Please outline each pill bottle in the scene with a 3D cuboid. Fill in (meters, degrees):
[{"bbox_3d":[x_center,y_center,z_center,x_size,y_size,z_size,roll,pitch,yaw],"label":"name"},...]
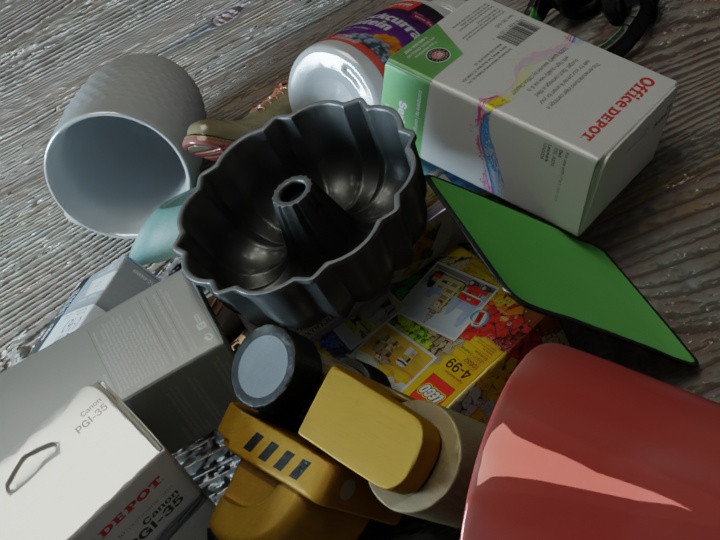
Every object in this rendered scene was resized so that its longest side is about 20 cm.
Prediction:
[{"bbox_3d":[0.035,-0.188,1.166,0.111,0.112,0.200,10,32,37],"label":"pill bottle"}]

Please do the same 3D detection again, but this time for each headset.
[{"bbox_3d":[0.226,-0.279,1.186,0.123,0.094,0.200,22,75,41],"label":"headset"}]

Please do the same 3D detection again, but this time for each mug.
[{"bbox_3d":[-0.246,-0.126,1.296,0.200,0.147,0.176,-45,22,31],"label":"mug"}]

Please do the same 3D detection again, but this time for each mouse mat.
[{"bbox_3d":[0.147,0.000,0.911,0.008,0.200,0.161,-55,37,21],"label":"mouse mat"}]

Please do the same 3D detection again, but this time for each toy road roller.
[{"bbox_3d":[-0.010,0.137,0.822,0.200,0.123,0.146,24,88,40],"label":"toy road roller"}]

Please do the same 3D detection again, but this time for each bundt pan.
[{"bbox_3d":[-0.037,-0.035,0.946,0.201,0.076,0.202,-16,44,16],"label":"bundt pan"}]

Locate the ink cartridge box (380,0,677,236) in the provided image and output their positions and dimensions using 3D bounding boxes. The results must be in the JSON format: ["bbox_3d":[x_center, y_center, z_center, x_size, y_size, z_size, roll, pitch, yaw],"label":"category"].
[{"bbox_3d":[0.138,-0.133,1.035,0.200,0.084,0.145,29,47,22],"label":"ink cartridge box"}]

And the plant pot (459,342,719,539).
[{"bbox_3d":[0.176,0.154,0.748,0.177,0.201,0.201,10,56,26],"label":"plant pot"}]

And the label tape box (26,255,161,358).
[{"bbox_3d":[-0.256,0.093,1.090,0.200,0.066,0.143,-58,19,-25],"label":"label tape box"}]

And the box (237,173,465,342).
[{"bbox_3d":[0.000,0.000,0.978,0.200,0.039,0.041,-34,40,-3],"label":"box"}]

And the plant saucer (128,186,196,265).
[{"bbox_3d":[-0.129,-0.061,1.156,0.201,0.039,0.201,-20,13,5],"label":"plant saucer"}]

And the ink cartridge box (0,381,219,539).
[{"bbox_3d":[-0.182,0.191,0.890,0.146,0.200,0.083,-43,59,-13],"label":"ink cartridge box"}]

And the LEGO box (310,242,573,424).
[{"bbox_3d":[0.046,0.057,0.985,0.149,0.077,0.200,-42,43,-12],"label":"LEGO box"}]

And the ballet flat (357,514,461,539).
[{"bbox_3d":[0.034,0.193,0.891,0.200,0.057,0.067,-25,56,-3],"label":"ballet flat"}]

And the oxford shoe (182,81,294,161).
[{"bbox_3d":[-0.084,-0.138,1.165,0.070,0.200,0.075,1,94,42],"label":"oxford shoe"}]

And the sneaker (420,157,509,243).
[{"bbox_3d":[0.098,-0.091,1.108,0.130,0.080,0.200,35,52,21],"label":"sneaker"}]

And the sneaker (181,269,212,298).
[{"bbox_3d":[-0.100,-0.004,1.127,0.200,0.078,0.079,-32,48,1],"label":"sneaker"}]

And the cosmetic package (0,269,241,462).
[{"bbox_3d":[-0.189,0.100,0.948,0.200,0.107,0.090,-27,57,-6],"label":"cosmetic package"}]

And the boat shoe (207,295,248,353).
[{"bbox_3d":[-0.109,0.049,1.058,0.070,0.070,0.200,42,93,26],"label":"boat shoe"}]
